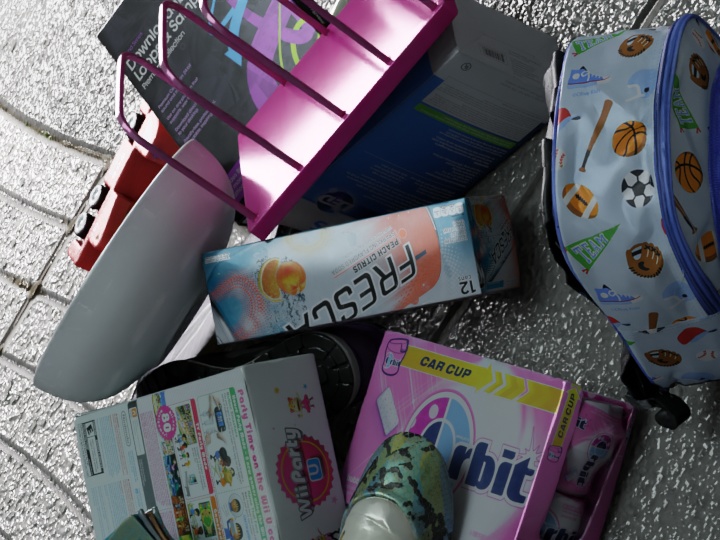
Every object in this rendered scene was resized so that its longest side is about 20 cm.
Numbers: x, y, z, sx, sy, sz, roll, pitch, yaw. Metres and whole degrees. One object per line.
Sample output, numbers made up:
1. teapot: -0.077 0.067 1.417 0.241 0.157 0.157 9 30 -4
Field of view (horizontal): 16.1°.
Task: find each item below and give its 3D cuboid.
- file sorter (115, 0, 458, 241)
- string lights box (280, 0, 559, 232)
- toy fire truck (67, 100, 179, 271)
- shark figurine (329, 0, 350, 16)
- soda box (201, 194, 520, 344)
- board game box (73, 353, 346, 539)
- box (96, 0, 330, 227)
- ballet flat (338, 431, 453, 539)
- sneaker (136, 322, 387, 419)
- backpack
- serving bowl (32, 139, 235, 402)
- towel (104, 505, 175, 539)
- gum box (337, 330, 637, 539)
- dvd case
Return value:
1. file sorter: -0.054 -0.154 1.644 0.200 0.125 0.139 -49 23 20
2. string lights box: 0.034 -0.092 1.692 0.200 0.102 0.059 -39 45 35
3. toy fire truck: -0.175 -0.025 1.977 0.201 0.049 0.141 -62 28 9
4. shark figurine: 0.026 -0.183 1.776 0.129 0.089 0.215 59 139 15
5. soda box: 0.000 0.000 1.649 0.199 0.068 0.064 -12 88 27
6. board game box: -0.098 0.146 1.658 0.199 0.064 0.149 -17 83 50
7. box: -0.091 -0.151 1.800 0.143 0.036 0.200 -51 60 23
8. ballet flat: 0.007 0.196 1.509 0.074 0.074 0.202 32 116 55
9. sneaker: -0.060 0.082 1.740 0.199 0.087 0.076 -13 95 36
10. backpack: 0.178 -0.043 1.393 0.153 0.190 0.201 -17 58 30
11. serving bowl: -0.141 0.011 1.728 0.201 0.066 0.200 -58 -1 -2
12. towel: -0.107 0.253 1.642 0.022 0.200 0.147 -40 0 -39
13. gum box: 0.077 0.114 1.556 0.200 0.066 0.114 14 86 55
14. dvd case: -0.111 0.041 1.845 0.200 0.016 0.149 -49 12 28
